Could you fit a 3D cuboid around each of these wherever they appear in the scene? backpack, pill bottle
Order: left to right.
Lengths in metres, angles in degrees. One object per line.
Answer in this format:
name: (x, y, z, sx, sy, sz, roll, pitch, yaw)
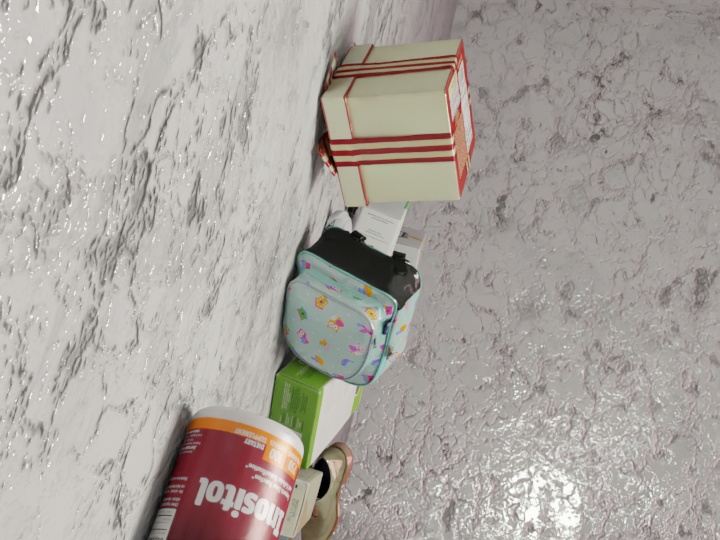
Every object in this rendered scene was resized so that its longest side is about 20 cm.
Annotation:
pill bottle: (-0.129, 0.234, 0.789, 0.113, 0.112, 0.201, 94, 11, -62)
backpack: (-0.018, 0.067, 1.245, 0.153, 0.175, 0.201, -50, 157, -40)

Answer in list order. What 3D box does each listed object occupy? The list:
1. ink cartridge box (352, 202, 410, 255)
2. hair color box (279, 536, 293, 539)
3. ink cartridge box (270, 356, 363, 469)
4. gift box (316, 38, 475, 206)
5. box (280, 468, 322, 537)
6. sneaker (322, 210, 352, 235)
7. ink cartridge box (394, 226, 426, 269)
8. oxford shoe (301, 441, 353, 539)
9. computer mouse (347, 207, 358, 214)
ink cartridge box: (0.023, -0.048, 1.734, 0.146, 0.083, 0.201, -63, 173, -64)
hair color box: (-0.133, 0.407, 1.478, 0.099, 0.060, 0.201, 97, 9, -50)
ink cartridge box: (-0.060, 0.189, 1.375, 0.200, 0.075, 0.149, -41, 147, -57)
gift box: (0.045, -0.213, 1.175, 0.185, 0.185, 0.201, -66, 149, -54)
box: (-0.116, 0.325, 1.284, 0.200, 0.094, 0.078, 65, 40, -80)
sneaker: (0.000, 0.000, 1.402, 0.075, 0.114, 0.202, 44, 46, -67)
ink cartridge box: (0.060, -0.017, 2.001, 0.200, 0.145, 0.148, -55, 158, -75)
oxford shoe: (-0.074, 0.388, 1.489, 0.074, 0.070, 0.202, -7, 112, -58)
computer mouse: (0.021, -0.212, 1.632, 0.201, 0.046, 0.141, -60, 175, -34)
